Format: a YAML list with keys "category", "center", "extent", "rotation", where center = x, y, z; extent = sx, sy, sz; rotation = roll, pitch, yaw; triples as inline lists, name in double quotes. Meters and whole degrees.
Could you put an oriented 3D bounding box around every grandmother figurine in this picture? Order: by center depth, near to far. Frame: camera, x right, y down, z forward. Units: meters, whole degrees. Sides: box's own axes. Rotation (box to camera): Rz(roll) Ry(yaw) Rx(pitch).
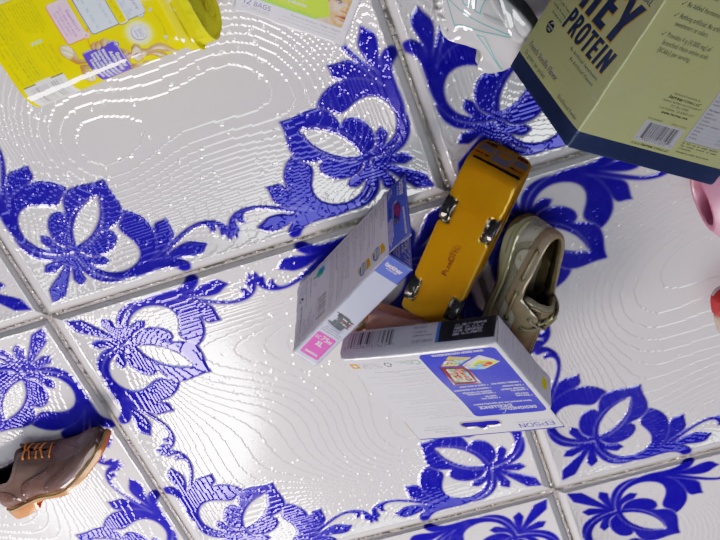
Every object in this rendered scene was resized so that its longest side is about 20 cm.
- category: "grandmother figurine"
  center: [0.085, 0.077, 1.366]
  extent: [0.199, 0.061, 0.121]
  rotation: [11, 152, -13]

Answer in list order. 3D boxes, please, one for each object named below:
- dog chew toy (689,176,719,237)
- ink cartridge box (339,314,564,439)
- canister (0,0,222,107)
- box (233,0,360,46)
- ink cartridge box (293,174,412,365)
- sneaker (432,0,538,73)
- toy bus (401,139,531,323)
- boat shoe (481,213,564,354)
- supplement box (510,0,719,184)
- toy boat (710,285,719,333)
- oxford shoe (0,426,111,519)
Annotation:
- category: "dog chew toy"
  center: [0.449, -0.106, 1.204]
  extent: [0.199, 0.125, 0.125]
  rotation: [-21, 125, 4]
- category: "ink cartridge box"
  center: [0.109, 0.126, 1.329]
  extent: [0.196, 0.047, 0.200]
  rotation: [-9, 144, 29]
- category: "canister"
  center: [-0.253, -0.252, 1.096]
  extent: [0.199, 0.087, 0.149]
  rotation: [-19, 124, 13]
- category: "box"
  center: [-0.032, -0.325, 1.037]
  extent: [0.112, 0.102, 0.201]
  rotation: [16, 124, -14]
- category: "ink cartridge box"
  center: [0.000, 0.000, 1.264]
  extent: [0.042, 0.120, 0.200]
  rotation: [31, 120, -20]
- category: "sneaker"
  center: [0.096, -0.264, 1.107]
  extent: [0.080, 0.071, 0.200]
  rotation: [-32, 121, 23]
- category: "toy bus"
  center: [0.113, -0.036, 1.258]
  extent: [0.065, 0.078, 0.201]
  rotation: [28, 123, 9]
- category: "boat shoe"
  center: [0.187, 0.039, 1.306]
  extent: [0.072, 0.065, 0.201]
  rotation: [-10, 120, -35]
- category: "supplement box"
  center: [0.288, -0.213, 1.076]
  extent: [0.199, 0.135, 0.200]
  rotation: [9, 128, -32]
- category: "toy boat"
  center: [0.495, 0.015, 1.306]
  extent: [0.198, 0.131, 0.132]
  rotation: [-12, 95, 6]
- category: "oxford shoe"
  center: [-0.398, 0.246, 1.465]
  extent: [0.199, 0.071, 0.073]
  rotation: [-35, 115, 22]
